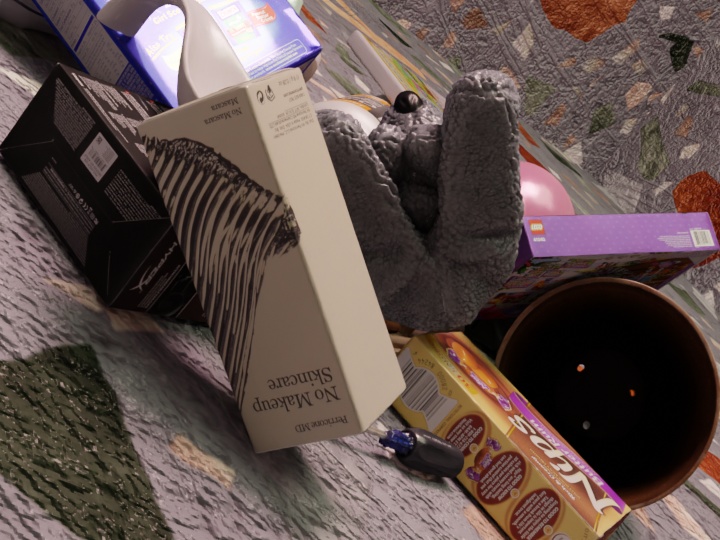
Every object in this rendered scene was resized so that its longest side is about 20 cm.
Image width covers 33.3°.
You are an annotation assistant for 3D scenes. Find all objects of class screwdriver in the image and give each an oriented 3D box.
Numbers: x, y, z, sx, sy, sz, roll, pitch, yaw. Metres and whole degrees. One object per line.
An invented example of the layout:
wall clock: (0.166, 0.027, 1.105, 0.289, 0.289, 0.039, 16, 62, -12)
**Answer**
screwdriver: (0.005, 0.109, 0.801, 0.199, 0.028, 0.030, 23, 52, -46)

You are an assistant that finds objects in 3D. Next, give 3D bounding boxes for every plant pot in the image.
plant pot: (0.215, 0.109, 1.072, 0.187, 0.187, 0.200, 44, 3, 11)

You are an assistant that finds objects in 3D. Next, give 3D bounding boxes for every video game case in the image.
video game case: (0.083, -0.167, 1.321, 0.181, 0.023, 0.201, 31, 20, -40)

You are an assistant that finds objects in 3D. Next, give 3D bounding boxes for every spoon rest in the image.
spoon rest: (-0.110, -0.137, 0.833, 0.200, 0.061, 0.099, 48, 17, 28)

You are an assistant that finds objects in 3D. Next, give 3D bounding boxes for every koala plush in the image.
koala plush: (0.045, -0.067, 0.947, 0.200, 0.174, 0.187, -90, 167, -71)

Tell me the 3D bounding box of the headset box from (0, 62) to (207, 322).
headset box: (-0.118, -0.041, 0.807, 0.149, 0.077, 0.199, 49, 16, 26)

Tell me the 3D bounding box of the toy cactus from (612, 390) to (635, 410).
toy cactus: (0.261, 0.099, 1.258, 0.165, 0.102, 0.201, 43, -16, 36)

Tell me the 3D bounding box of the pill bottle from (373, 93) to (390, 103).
pill bottle: (0.065, -0.105, 1.369, 0.112, 0.113, 0.201, 21, 26, -52)

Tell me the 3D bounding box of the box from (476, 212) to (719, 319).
box: (0.189, -0.003, 1.036, 0.197, 0.137, 0.040, -2, 67, -28)

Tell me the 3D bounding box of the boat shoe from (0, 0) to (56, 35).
boat shoe: (-0.261, -0.241, 1.021, 0.074, 0.067, 0.199, 48, 16, 27)

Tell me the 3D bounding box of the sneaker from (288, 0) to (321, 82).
sneaker: (-0.086, -0.250, 1.226, 0.073, 0.119, 0.199, 36, -15, -30)

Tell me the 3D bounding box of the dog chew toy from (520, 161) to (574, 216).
dog chew toy: (0.107, -0.043, 1.103, 0.198, 0.125, 0.125, 4, 37, -42)

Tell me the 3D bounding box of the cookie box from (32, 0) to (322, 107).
cookie box: (-0.156, -0.213, 0.979, 0.171, 0.075, 0.201, -36, 89, -39)

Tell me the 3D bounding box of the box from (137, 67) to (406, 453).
box: (-0.048, -0.005, 0.687, 0.068, 0.081, 0.203, -35, 107, -61)

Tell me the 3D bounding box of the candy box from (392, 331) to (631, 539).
candy box: (0.110, 0.137, 0.924, 0.200, 0.057, 0.116, 46, 16, 19)

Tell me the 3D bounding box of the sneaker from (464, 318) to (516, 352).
sneaker: (0.138, 0.031, 1.256, 0.199, 0.076, 0.115, 38, 12, -20)

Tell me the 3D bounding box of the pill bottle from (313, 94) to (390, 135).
pill bottle: (-0.015, -0.110, 1.177, 0.116, 0.117, 0.200, 41, 15, 2)

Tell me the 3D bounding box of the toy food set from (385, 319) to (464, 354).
toy food set: (0.000, 0.000, 1.017, 0.144, 0.061, 0.199, 49, 16, 25)
